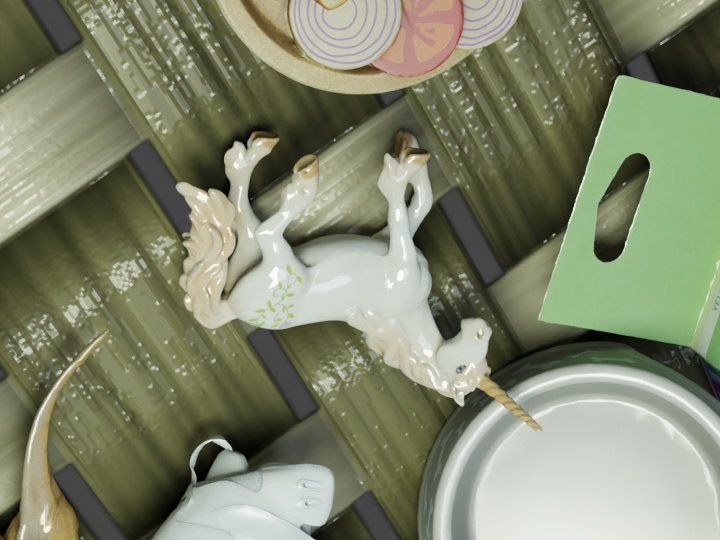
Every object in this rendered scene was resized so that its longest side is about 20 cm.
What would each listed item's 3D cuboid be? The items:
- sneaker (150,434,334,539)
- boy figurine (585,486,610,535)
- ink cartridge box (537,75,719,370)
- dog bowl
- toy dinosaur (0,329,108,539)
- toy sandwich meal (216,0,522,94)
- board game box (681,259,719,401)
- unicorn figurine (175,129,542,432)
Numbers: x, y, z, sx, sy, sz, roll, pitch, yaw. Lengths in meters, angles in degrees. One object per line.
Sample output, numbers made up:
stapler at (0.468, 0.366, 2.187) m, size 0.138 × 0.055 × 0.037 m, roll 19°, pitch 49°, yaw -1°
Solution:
sneaker at (-0.021, 0.169, 1.143) m, size 0.199 × 0.075 × 0.115 m, roll 26°, pitch 75°, yaw -8°
boy figurine at (0.198, 0.171, 1.277) m, size 0.199 × 0.064 × 0.125 m, roll 16°, pitch 101°, yaw -24°
ink cartridge box at (0.210, -0.016, 1.178) m, size 0.199 × 0.048 × 0.146 m, roll 9°, pitch 107°, yaw -28°
dog bowl at (0.128, 0.138, 1.175) m, size 0.199 × 0.059 × 0.201 m, roll 0°, pitch 88°, yaw 6°
toy dinosaur at (-0.166, 0.133, 1.120) m, size 0.106 × 0.060 × 0.201 m, roll -39°, pitch 133°, yaw -39°
toy sandwich meal at (0.012, -0.176, 1.055) m, size 0.205 × 0.070 × 0.206 m, roll -8°, pitch 113°, yaw -20°
board game box at (0.284, 0.003, 1.262) m, size 0.200 × 0.034 × 0.135 m, roll -31°, pitch 119°, yaw -9°
unicorn figurine at (0.000, 0.000, 1.128) m, size 0.199 × 0.074 × 0.138 m, roll 4°, pitch 110°, yaw -7°
